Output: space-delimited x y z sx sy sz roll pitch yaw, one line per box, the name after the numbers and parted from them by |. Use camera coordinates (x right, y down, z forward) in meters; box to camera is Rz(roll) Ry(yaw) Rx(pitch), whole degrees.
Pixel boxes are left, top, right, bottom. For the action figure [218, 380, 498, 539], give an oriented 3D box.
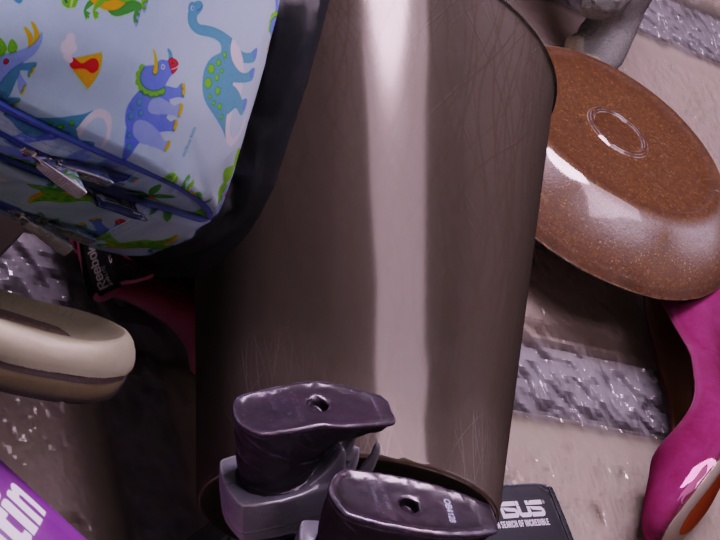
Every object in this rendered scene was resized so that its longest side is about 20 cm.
-0.026 0.139 0.637 0.069 0.201 0.130 1 36 -28 | action figure

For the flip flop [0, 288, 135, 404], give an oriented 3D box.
-0.151 -0.010 0.569 0.199 0.058 0.081 20 10 -32 | flip flop

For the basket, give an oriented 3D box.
0.000 0.000 0.738 0.180 0.135 0.202 34 49 -43 | basket

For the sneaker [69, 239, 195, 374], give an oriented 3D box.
-0.099 -0.034 0.810 0.200 0.079 0.096 45 47 -8 | sneaker

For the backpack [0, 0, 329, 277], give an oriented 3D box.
-0.105 -0.094 0.610 0.199 0.153 0.165 19 84 -29 | backpack

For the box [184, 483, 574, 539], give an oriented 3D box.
0.034 0.172 0.794 0.199 0.043 0.161 5 56 -46 | box

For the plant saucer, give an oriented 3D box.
0.139 -0.068 1.088 0.199 0.037 0.201 24 34 -17 | plant saucer

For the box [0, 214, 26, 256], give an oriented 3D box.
-0.189 -0.098 0.757 0.082 0.068 0.201 9 53 -43 | box

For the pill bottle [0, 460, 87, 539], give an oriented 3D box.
-0.152 0.098 0.590 0.200 0.112 0.113 44 36 -11 | pill bottle

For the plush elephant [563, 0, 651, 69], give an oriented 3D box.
0.126 -0.245 1.175 0.154 0.200 0.166 18 52 -13 | plush elephant

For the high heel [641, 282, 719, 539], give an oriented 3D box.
0.165 0.072 1.039 0.096 0.068 0.200 27 37 13 | high heel
